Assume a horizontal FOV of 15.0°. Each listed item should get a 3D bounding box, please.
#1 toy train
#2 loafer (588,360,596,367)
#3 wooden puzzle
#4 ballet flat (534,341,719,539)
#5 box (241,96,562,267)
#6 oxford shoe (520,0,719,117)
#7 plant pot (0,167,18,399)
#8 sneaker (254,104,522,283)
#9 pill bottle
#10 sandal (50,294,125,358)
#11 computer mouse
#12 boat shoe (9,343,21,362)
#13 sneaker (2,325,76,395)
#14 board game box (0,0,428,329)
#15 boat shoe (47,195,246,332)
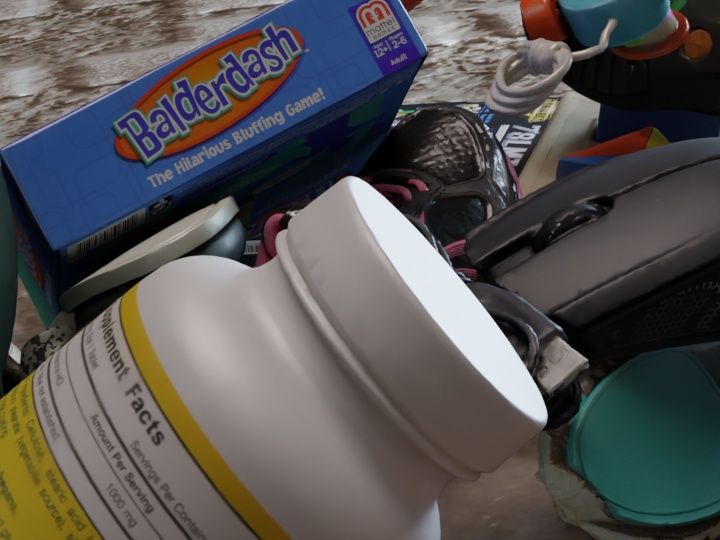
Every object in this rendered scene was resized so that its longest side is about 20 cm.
[{"bbox_3d":[0.059,-0.108,1.123,0.150,0.056,0.200,-42,35,-12],"label":"toy train"},{"bbox_3d":[0.043,0.019,1.060,0.199,0.073,0.072,-5,22,20],"label":"loafer"},{"bbox_3d":[0.162,-0.042,1.155,0.184,0.047,0.200,10,20,11],"label":"wooden puzzle"},{"bbox_3d":[0.113,0.053,0.945,0.071,0.072,0.200,4,19,38],"label":"ballet flat"},{"bbox_3d":[0.008,-0.030,1.271,0.197,0.050,0.200,-2,20,14],"label":"box"},{"bbox_3d":[0.148,-0.092,1.153,0.084,0.073,0.200,15,8,-45],"label":"oxford shoe"},{"bbox_3d":[-0.196,0.018,0.902,0.199,0.201,0.134,-17,45,-22],"label":"plant pot"},{"bbox_3d":[0.000,0.000,0.992,0.079,0.096,0.201,0,45,29],"label":"sneaker"},{"bbox_3d":[-0.052,0.070,0.737,0.200,0.113,0.113,-39,14,9],"label":"pill bottle"},{"bbox_3d":[-0.089,0.074,0.847,0.200,0.055,0.082,-52,-7,38],"label":"sandal"},{"bbox_3d":[0.098,-0.009,0.913,0.199,0.053,0.138,-10,26,-27],"label":"computer mouse"},{"bbox_3d":[-0.201,0.058,1.077,0.072,0.065,0.200,2,21,35],"label":"boat shoe"},{"bbox_3d":[-0.098,0.067,0.949,0.077,0.089,0.199,-23,21,-36],"label":"sneaker"},{"bbox_3d":[-0.060,-0.041,1.043,0.152,0.045,0.200,-28,-7,-11],"label":"board game box"},{"bbox_3d":[-0.071,0.024,1.003,0.073,0.062,0.200,-29,-4,-18],"label":"boat shoe"}]
